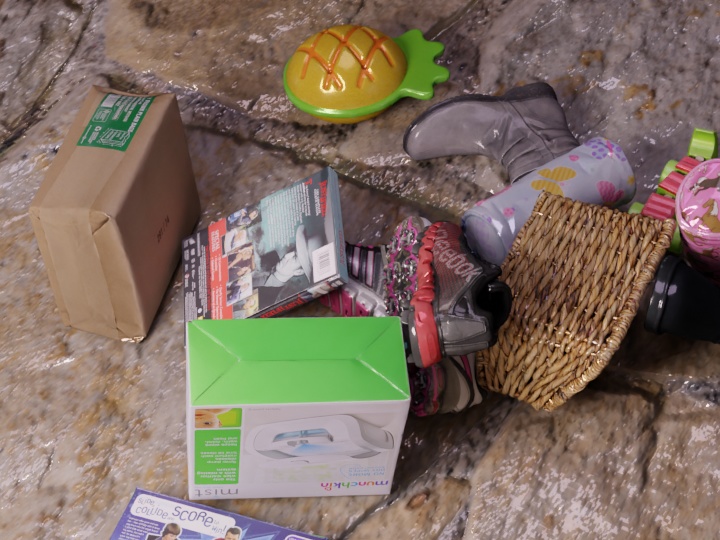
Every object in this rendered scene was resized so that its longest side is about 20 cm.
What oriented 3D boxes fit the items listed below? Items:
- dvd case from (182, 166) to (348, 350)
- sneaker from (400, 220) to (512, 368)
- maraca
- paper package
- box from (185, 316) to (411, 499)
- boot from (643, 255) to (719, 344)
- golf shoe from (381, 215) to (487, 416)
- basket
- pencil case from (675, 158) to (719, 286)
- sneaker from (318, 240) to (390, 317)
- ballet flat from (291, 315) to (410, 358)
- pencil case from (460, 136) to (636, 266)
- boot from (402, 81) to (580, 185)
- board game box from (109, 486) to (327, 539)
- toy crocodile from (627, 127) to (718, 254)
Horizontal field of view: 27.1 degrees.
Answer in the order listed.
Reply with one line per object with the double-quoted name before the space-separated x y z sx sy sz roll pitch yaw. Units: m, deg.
"dvd case" -0.105 -0.010 1.572 0.199 0.022 0.147 -26 50 24
"sneaker" 0.094 0.017 1.382 0.097 0.072 0.201 -6 30 10
"maraca" 0.006 -0.236 1.775 0.197 0.107 0.138 -7 55 -1
"paper package" -0.257 -0.064 1.592 0.102 0.192 0.201 8 48 13
"box" -0.064 0.129 1.387 0.197 0.177 0.098 0 53 -8
"boot" 0.373 0.047 1.444 0.166 0.200 0.077 17 92 22
"golf shoe" 0.076 0.045 1.503 0.091 0.072 0.203 -2 80 -31
"basket" 0.215 0.043 1.475 0.147 0.144 0.201 14 48 22
"pencil case" 0.365 -0.045 1.501 0.082 0.200 0.088 8 79 19
"sneaker" 0.000 0.000 1.589 0.087 0.074 0.200 -36 59 -24
"ballet flat" -0.042 0.077 1.476 0.198 0.069 0.068 -11 0 32
"pencil case" 0.205 -0.067 1.614 0.199 0.091 0.083 -31 57 -20
"boot" 0.156 -0.139 1.702 0.198 0.070 0.133 -18 54 -4
"board game box" -0.143 0.285 1.372 0.198 0.035 0.136 12 50 16
"toy crocodile" 0.342 -0.077 1.627 0.067 0.062 0.200 25 56 26
